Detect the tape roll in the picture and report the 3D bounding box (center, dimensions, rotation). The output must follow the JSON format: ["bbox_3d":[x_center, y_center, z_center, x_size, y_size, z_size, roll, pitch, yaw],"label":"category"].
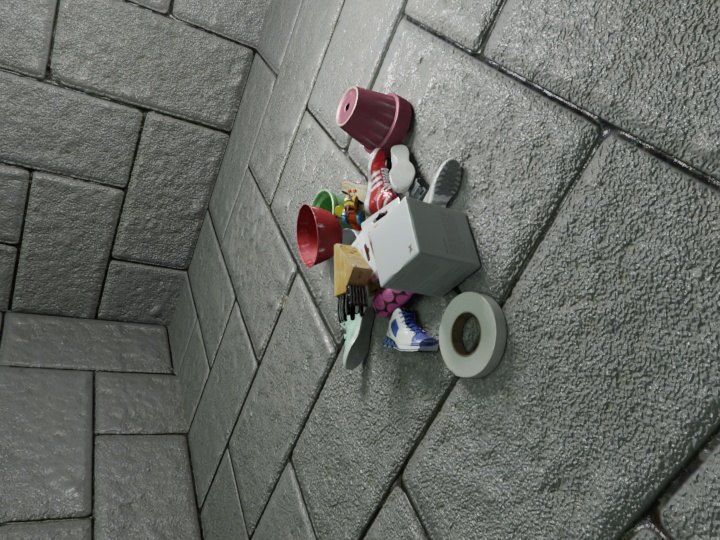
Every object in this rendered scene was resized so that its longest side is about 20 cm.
[{"bbox_3d":[0.262,0.153,1.338,0.202,0.037,0.205,-24,61,54],"label":"tape roll"}]

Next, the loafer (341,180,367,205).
[{"bbox_3d":[-0.009,-0.252,1.867,0.199,0.075,0.069,21,94,58],"label":"loafer"}]

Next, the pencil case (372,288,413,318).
[{"bbox_3d":[0.114,0.052,1.566,0.200,0.090,0.094,-44,14,46],"label":"pencil case"}]

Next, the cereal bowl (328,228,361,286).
[{"bbox_3d":[-0.022,-0.032,1.819,0.200,0.083,0.203,-25,60,55],"label":"cereal bowl"}]

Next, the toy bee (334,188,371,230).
[{"bbox_3d":[-0.015,-0.197,1.779,0.200,0.129,0.110,118,157,-81],"label":"toy bee"}]

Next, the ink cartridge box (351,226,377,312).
[{"bbox_3d":[0.000,0.000,1.651,0.200,0.057,0.164,-49,43,38],"label":"ink cartridge box"}]

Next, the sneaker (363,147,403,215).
[{"bbox_3d":[0.076,-0.265,1.698,0.112,0.071,0.203,11,99,38],"label":"sneaker"}]

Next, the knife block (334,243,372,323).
[{"bbox_3d":[-0.038,0.043,1.596,0.200,0.063,0.177,53,128,51],"label":"knife block"}]

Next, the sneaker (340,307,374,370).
[{"bbox_3d":[-0.028,0.205,1.769,0.118,0.073,0.203,10,81,53],"label":"sneaker"}]

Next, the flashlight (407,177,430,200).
[{"bbox_3d":[0.126,-0.179,1.636,0.068,0.068,0.201,39,121,6],"label":"flashlight"}]

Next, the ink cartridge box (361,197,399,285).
[{"bbox_3d":[0.084,-0.083,1.608,0.159,0.047,0.202,-33,55,35],"label":"ink cartridge box"}]

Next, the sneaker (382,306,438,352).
[{"bbox_3d":[0.126,0.157,1.522,0.199,0.080,0.117,0,84,61],"label":"sneaker"}]

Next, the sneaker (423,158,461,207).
[{"bbox_3d":[0.201,-0.206,1.504,0.202,0.074,0.082,-67,26,14],"label":"sneaker"}]

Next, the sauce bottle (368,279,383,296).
[{"bbox_3d":[0.071,0.024,1.664,0.199,0.065,0.067,-29,58,47],"label":"sauce bottle"}]

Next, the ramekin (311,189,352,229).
[{"bbox_3d":[-0.103,-0.176,1.980,0.199,0.097,0.203,-23,62,55],"label":"ramekin"}]

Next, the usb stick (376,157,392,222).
[{"bbox_3d":[0.074,-0.252,1.768,0.055,0.032,0.203,-4,79,58],"label":"usb stick"}]

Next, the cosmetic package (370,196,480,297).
[{"bbox_3d":[0.159,-0.053,1.408,0.167,0.198,0.168,-43,47,44],"label":"cosmetic package"}]

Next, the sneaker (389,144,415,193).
[{"bbox_3d":[0.121,-0.278,1.653,0.089,0.074,0.201,89,-176,-46],"label":"sneaker"}]

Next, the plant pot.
[{"bbox_3d":[0.030,-0.471,1.741,0.200,0.178,0.202,-34,47,47],"label":"plant pot"}]

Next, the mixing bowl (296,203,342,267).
[{"bbox_3d":[-0.124,-0.114,1.808,0.200,0.107,0.203,175,90,-66],"label":"mixing bowl"}]
